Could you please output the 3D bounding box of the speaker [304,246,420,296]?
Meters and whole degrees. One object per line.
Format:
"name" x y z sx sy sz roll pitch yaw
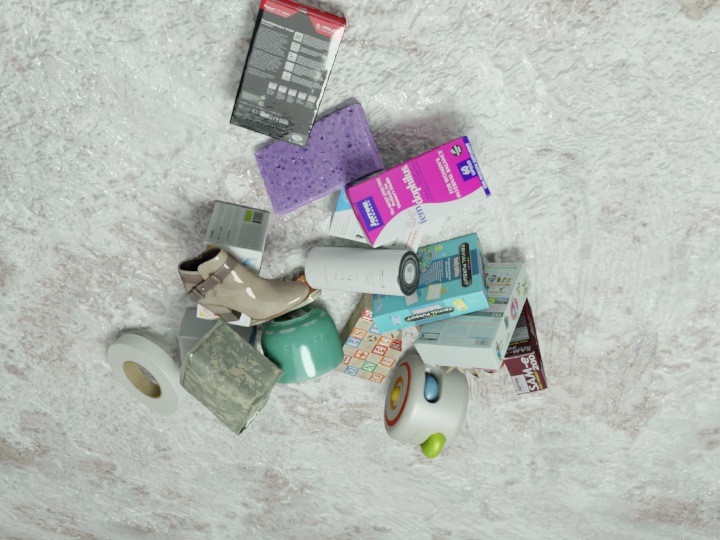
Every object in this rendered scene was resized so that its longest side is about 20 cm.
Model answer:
"speaker" 0.000 0.000 1.263 0.200 0.081 0.081 3 137 32

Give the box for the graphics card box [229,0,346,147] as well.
"graphics card box" -0.109 -0.293 1.049 0.125 0.051 0.200 15 122 -11

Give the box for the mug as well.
"mug" -0.133 0.141 1.402 0.185 0.152 0.115 -9 104 25

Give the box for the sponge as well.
"sponge" -0.070 -0.176 1.145 0.200 0.030 0.112 -21 88 23

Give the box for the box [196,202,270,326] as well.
"box" -0.234 -0.007 1.299 0.101 0.113 0.200 11 134 -7

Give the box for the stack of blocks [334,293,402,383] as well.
"stack of blocks" 0.027 0.137 1.447 0.115 0.059 0.200 18 131 -12

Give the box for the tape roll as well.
"tape roll" -0.456 0.224 1.524 0.202 0.037 0.203 21 134 23

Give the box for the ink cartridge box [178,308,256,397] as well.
"ink cartridge box" -0.296 0.182 1.498 0.146 0.086 0.200 6 131 -1

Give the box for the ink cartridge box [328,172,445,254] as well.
"ink cartridge box" 0.055 -0.102 1.218 0.200 0.067 0.116 12 132 -6

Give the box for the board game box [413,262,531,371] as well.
"board game box" 0.201 0.075 1.253 0.147 0.200 0.064 2 138 35

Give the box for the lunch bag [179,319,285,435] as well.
"lunch bag" -0.256 0.215 1.359 0.164 0.118 0.200 39 141 3

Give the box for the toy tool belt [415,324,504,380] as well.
"toy tool belt" 0.197 0.140 1.360 0.125 0.200 0.123 -45 152 -12

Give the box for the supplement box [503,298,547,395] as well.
"supplement box" 0.291 0.115 1.309 0.061 0.200 0.109 -15 130 16

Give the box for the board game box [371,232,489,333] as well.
"board game box" 0.123 0.023 1.271 0.200 0.151 0.047 -14 131 17

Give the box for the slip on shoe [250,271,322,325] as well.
"slip on shoe" -0.168 0.057 1.391 0.200 0.074 0.061 -24 100 27

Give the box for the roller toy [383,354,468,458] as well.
"roller toy" 0.128 0.273 1.484 0.139 0.200 0.183 18 97 -12

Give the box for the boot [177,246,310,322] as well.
"boot" -0.203 0.018 1.198 0.200 0.070 0.146 -18 129 15

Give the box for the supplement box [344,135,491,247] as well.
"supplement box" 0.086 -0.122 1.110 0.200 0.103 0.101 -25 98 -1
